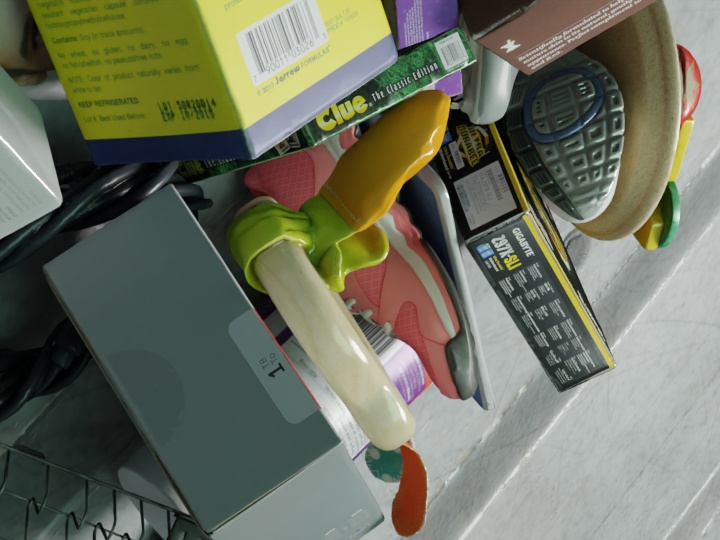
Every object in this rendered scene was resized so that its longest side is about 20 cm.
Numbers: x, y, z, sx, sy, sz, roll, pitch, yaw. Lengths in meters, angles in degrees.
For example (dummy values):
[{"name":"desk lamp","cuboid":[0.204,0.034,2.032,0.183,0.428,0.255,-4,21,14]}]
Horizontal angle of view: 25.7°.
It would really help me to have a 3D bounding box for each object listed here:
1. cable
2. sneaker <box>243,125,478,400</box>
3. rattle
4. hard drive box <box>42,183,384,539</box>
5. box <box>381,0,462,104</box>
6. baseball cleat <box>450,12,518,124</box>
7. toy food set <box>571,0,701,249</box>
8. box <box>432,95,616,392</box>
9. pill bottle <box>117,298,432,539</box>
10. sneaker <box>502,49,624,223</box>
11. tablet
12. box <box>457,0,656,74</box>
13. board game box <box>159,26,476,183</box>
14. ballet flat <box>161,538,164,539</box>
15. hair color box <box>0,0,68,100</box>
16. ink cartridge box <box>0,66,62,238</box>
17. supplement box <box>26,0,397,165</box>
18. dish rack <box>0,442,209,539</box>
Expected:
[{"name":"cable","cuboid":[-0.160,0.011,0.812,0.200,0.051,0.163,-26,146,-29]},{"name":"sneaker","cuboid":[0.000,0.000,0.937,0.087,0.200,0.074,-30,164,1]},{"name":"rattle","cuboid":[0.027,0.026,0.860,0.143,0.130,0.200,-38,99,-15]},{"name":"hard drive box","cuboid":[-0.068,0.069,0.809,0.077,0.156,0.200,-33,162,-4]},{"name":"box","cuboid":[0.005,-0.204,0.838,0.039,0.137,0.200,-18,129,-16]},{"name":"baseball cleat","cuboid":[0.112,-0.182,0.965,0.070,0.106,0.200,115,-19,-76]},{"name":"toy food set","cuboid":[0.164,-0.116,1.047,0.049,0.200,0.198,-4,126,-20]},{"name":"box","cuboid":[0.098,-0.034,1.043,0.049,0.160,0.200,-26,140,9]},{"name":"pill bottle","cuboid":[-0.050,0.086,0.977,0.200,0.111,0.112,-43,139,-24]},{"name":"sneaker","cuboid":[0.122,-0.108,1.013,0.074,0.200,0.087,-14,145,2]},{"name":"tablet","cuboid":[0.039,-0.012,1.010,0.014,0.130,0.200,-27,134,-13]},{"name":"box","cuboid":[0.085,-0.221,0.860,0.100,0.200,0.075,-28,155,24]},{"name":"board game box","cuboid":[-0.035,-0.080,0.829,0.105,0.200,0.023,-28,100,-29]},{"name":"ballet flat","cuboid":[-0.061,0.153,1.040,0.200,0.074,0.074,-50,142,-15]},{"name":"hair color box","cuboid":[-0.142,-0.138,0.770,0.200,0.061,0.099,-7,117,-47]},{"name":"ink cartridge box","cuboid":[-0.244,-0.034,0.666,0.200,0.067,0.116,-27,141,6]},{"name":"supplement box","cuboid":[-0.082,-0.159,0.688,0.109,0.109,0.200,-39,119,-40]},{"name":"dish rack","cuboid":[-0.166,0.182,0.866,0.200,0.055,0.154,24,98,-16]}]
